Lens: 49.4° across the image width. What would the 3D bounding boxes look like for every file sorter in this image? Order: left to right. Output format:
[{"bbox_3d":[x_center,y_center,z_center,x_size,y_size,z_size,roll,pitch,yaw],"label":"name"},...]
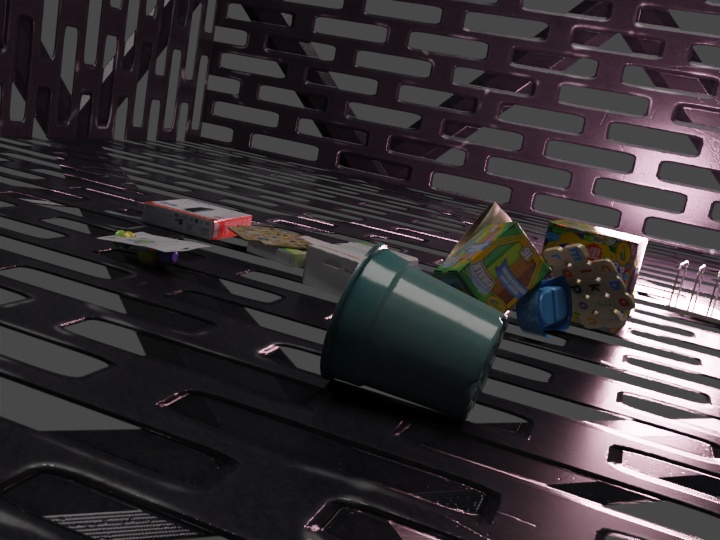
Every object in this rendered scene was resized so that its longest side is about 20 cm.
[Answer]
[{"bbox_3d":[0.903,0.060,1.994,0.200,0.125,0.139,17,13,29],"label":"file sorter"}]

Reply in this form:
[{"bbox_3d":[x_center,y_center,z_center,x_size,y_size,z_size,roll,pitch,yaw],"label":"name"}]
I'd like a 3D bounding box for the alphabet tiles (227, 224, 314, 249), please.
[{"bbox_3d":[-0.206,-0.078,1.791,0.166,0.006,0.200,4,13,-28],"label":"alphabet tiles"}]

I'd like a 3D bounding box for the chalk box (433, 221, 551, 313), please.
[{"bbox_3d":[0.230,0.017,1.478,0.124,0.200,0.124,52,-13,-11],"label":"chalk box"}]

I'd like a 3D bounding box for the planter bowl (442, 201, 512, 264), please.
[{"bbox_3d":[0.307,-0.044,1.864,0.135,0.200,0.200,38,14,1],"label":"planter bowl"}]

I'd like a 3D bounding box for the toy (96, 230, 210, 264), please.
[{"bbox_3d":[-0.403,-0.039,1.519,0.200,0.047,0.115,14,16,33],"label":"toy"}]

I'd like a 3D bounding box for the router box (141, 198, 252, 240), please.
[{"bbox_3d":[-0.396,-0.127,1.909,0.200,0.049,0.179,15,13,19],"label":"router box"}]

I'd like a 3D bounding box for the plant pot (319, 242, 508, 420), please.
[{"bbox_3d":[0.079,0.090,1.039,0.196,0.201,0.200,22,15,15],"label":"plant pot"}]

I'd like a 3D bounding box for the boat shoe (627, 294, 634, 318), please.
[{"bbox_3d":[0.533,0.048,1.806,0.200,0.069,0.074,24,-26,24],"label":"boat shoe"}]

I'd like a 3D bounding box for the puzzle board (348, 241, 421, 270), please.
[{"bbox_3d":[0.051,-0.017,1.792,0.200,0.017,0.151,22,14,7],"label":"puzzle board"}]

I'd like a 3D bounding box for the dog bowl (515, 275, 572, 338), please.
[{"bbox_3d":[0.361,0.070,1.537,0.049,0.112,0.200,-4,3,34],"label":"dog bowl"}]

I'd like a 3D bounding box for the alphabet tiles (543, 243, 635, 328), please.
[{"bbox_3d":[0.452,0.034,1.587,0.015,0.200,0.195,-42,17,-31],"label":"alphabet tiles"}]

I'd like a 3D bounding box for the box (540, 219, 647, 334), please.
[{"bbox_3d":[0.493,0.008,1.699,0.192,0.200,0.122,16,13,27],"label":"box"}]

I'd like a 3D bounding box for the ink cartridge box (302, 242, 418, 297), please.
[{"bbox_3d":[0.000,0.000,1.589,0.146,0.085,0.200,19,15,35],"label":"ink cartridge box"}]

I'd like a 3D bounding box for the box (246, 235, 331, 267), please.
[{"bbox_3d":[-0.140,-0.045,1.791,0.144,0.036,0.200,19,16,35],"label":"box"}]
